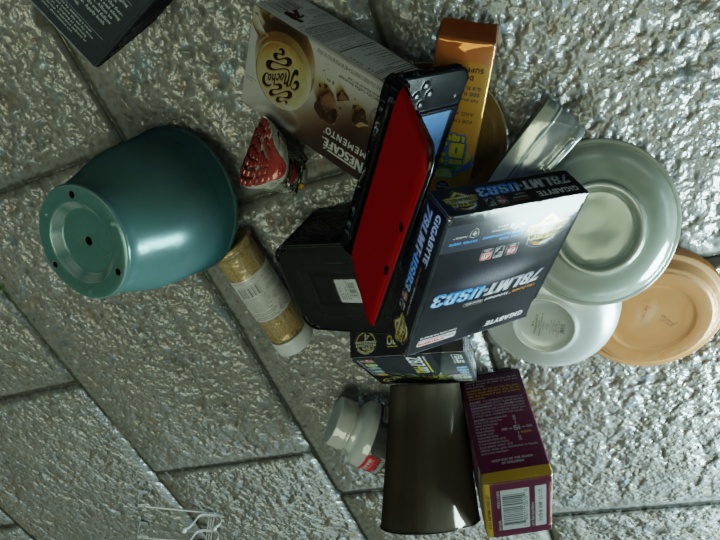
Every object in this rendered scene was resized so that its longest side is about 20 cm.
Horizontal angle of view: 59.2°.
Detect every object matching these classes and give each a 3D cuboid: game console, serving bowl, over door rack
[{"bbox_3d":[0.057,-0.077,0.627,0.119,0.170,0.203,43,135,27],"label":"game console"},{"bbox_3d":[0.253,0.056,0.867,0.194,0.066,0.205,11,126,16],"label":"serving bowl"},{"bbox_3d":[-0.417,0.588,1.426,0.194,0.067,0.150,17,127,-1],"label":"over door rack"}]

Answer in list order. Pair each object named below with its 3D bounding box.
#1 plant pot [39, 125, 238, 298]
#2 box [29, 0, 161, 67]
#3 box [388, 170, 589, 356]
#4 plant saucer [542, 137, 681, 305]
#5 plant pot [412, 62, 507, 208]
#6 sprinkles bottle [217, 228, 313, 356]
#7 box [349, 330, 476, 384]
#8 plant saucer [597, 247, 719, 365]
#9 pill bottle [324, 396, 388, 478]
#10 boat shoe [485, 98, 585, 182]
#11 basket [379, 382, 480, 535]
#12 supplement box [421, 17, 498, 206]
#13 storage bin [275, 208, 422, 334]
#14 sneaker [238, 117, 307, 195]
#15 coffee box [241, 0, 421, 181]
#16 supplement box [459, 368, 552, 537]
[{"bbox_3d":[-0.285,-0.064,0.797,0.194,0.188,0.206,8,112,20],"label":"plant pot"},{"bbox_3d":[-0.223,-0.332,0.642,0.197,0.150,0.107,-31,117,29],"label":"box"},{"bbox_3d":[0.139,-0.007,0.718,0.195,0.050,0.202,-12,135,-28],"label":"box"},{"bbox_3d":[0.283,-0.053,0.761,0.194,0.050,0.207,3,102,15],"label":"plant saucer"},{"bbox_3d":[0.083,-0.161,0.786,0.193,0.028,0.205,5,127,7],"label":"plant pot"},{"bbox_3d":[-0.144,0.036,0.954,0.067,0.069,0.203,-16,121,22],"label":"sprinkles bottle"},{"bbox_3d":[0.084,0.124,0.926,0.156,0.051,0.200,-6,158,13],"label":"box"},{"bbox_3d":[0.403,0.059,0.882,0.194,0.033,0.205,6,128,7],"label":"plant saucer"},{"bbox_3d":[0.041,0.292,1.080,0.196,0.112,0.112,25,128,-8],"label":"pill bottle"},{"bbox_3d":[0.186,-0.097,0.745,0.071,0.070,0.203,34,123,3],"label":"boat shoe"},{"bbox_3d":[0.102,0.277,0.969,0.177,0.207,0.134,6,167,-43],"label":"basket"},{"bbox_3d":[0.106,-0.169,0.716,0.064,0.070,0.204,9,130,7],"label":"supplement box"},{"bbox_3d":[0.000,0.000,0.839,0.195,0.094,0.138,0,124,36],"label":"storage bin"},{"bbox_3d":[-0.096,-0.131,0.755,0.080,0.200,0.080,21,101,-13],"label":"sneaker"},{"bbox_3d":[-0.030,-0.199,0.696,0.198,0.079,0.115,37,132,19],"label":"coffee box"},{"bbox_3d":[0.218,0.274,0.965,0.100,0.203,0.134,-10,127,4],"label":"supplement box"}]
